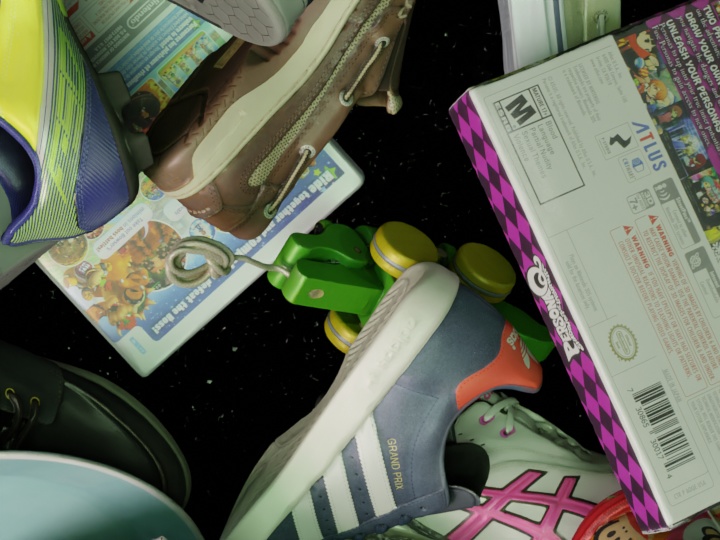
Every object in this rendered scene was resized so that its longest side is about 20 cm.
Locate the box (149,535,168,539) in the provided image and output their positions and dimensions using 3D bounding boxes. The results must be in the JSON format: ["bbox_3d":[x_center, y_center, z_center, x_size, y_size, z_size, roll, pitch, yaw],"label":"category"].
[{"bbox_3d":[-0.082,0.219,1.004,0.200,0.097,0.176,41,143,-23],"label":"box"}]

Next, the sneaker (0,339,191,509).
[{"bbox_3d":[-0.174,0.074,1.057,0.200,0.106,0.075,29,102,-2],"label":"sneaker"}]

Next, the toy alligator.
[{"bbox_3d":[0.000,0.000,1.040,0.200,0.054,0.059,14,124,-26],"label":"toy alligator"}]

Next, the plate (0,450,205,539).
[{"bbox_3d":[-0.168,0.139,1.070,0.200,0.026,0.200,-5,139,-5],"label":"plate"}]

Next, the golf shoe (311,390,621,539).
[{"bbox_3d":[0.069,0.096,1.067,0.199,0.073,0.092,-1,100,3],"label":"golf shoe"}]

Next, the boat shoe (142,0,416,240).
[{"bbox_3d":[-0.010,-0.101,1.032,0.075,0.075,0.202,42,88,-26],"label":"boat shoe"}]

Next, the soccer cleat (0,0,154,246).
[{"bbox_3d":[-0.161,-0.105,0.978,0.084,0.065,0.201,-26,89,-19],"label":"soccer cleat"}]

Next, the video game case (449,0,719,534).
[{"bbox_3d":[0.158,-0.015,0.987,0.181,0.036,0.200,-24,86,-20],"label":"video game case"}]

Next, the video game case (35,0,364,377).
[{"bbox_3d":[-0.116,-0.070,1.071,0.143,0.018,0.200,-41,96,9],"label":"video game case"}]

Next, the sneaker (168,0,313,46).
[{"bbox_3d":[-0.067,-0.192,1.001,0.202,0.077,0.146,29,71,27],"label":"sneaker"}]

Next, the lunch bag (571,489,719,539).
[{"bbox_3d":[0.163,0.190,1.039,0.200,0.082,0.176,12,115,-29],"label":"lunch bag"}]

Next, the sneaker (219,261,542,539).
[{"bbox_3d":[0.004,0.094,1.015,0.084,0.075,0.200,35,114,-7],"label":"sneaker"}]

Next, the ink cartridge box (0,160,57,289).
[{"bbox_3d":[-0.204,-0.029,0.997,0.116,0.200,0.067,52,129,0],"label":"ink cartridge box"}]

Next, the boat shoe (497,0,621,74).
[{"bbox_3d":[0.096,-0.094,1.030,0.062,0.072,0.201,-7,100,-1],"label":"boat shoe"}]
